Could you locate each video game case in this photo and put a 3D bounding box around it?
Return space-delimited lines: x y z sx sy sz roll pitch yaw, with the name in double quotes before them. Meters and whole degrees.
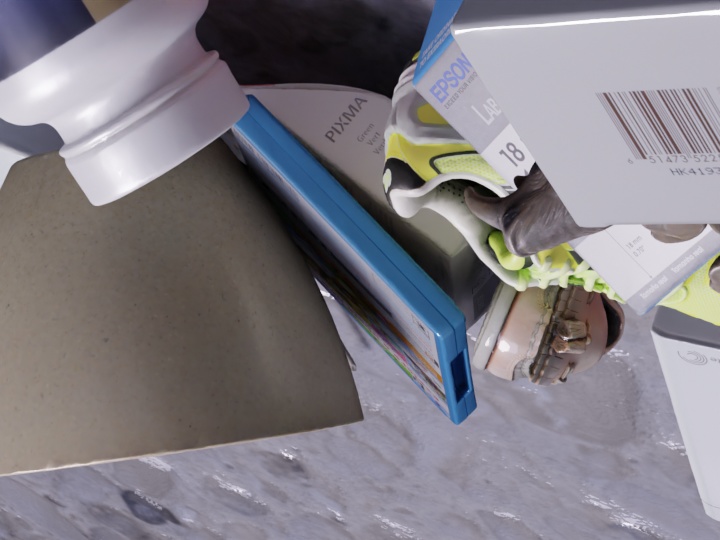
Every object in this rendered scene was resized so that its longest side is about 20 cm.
"video game case" 0.000 0.000 1.112 0.143 0.018 0.200 46 173 14

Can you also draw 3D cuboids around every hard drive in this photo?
"hard drive" 0.234 0.090 1.241 0.131 0.027 0.200 12 150 25

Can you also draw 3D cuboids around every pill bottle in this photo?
"pill bottle" -0.133 -0.133 0.986 0.111 0.111 0.201 -17 109 54

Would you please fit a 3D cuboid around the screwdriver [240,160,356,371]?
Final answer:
"screwdriver" -0.035 -0.003 1.315 0.028 0.029 0.200 8 153 30

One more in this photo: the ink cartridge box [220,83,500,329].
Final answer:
"ink cartridge box" -0.015 -0.060 1.144 0.200 0.050 0.161 40 171 12

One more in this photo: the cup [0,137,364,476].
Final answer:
"cup" -0.105 0.014 1.096 0.199 0.144 0.200 -7 178 0

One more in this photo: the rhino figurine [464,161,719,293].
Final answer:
"rhino figurine" 0.125 -0.039 0.794 0.199 0.088 0.060 -9 136 30

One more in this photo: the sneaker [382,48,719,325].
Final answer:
"sneaker" 0.095 -0.017 0.997 0.199 0.077 0.075 27 152 -7

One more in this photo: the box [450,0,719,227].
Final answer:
"box" 0.135 -0.120 0.741 0.124 0.201 0.098 1 142 40

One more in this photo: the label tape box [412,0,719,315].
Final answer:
"label tape box" 0.088 -0.096 0.899 0.200 0.063 0.144 46 145 1

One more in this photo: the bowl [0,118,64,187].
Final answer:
"bowl" -0.160 -0.048 1.261 0.200 0.091 0.201 20 153 10

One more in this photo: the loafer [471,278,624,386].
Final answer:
"loafer" 0.097 0.020 1.118 0.063 0.072 0.200 25 -173 6
